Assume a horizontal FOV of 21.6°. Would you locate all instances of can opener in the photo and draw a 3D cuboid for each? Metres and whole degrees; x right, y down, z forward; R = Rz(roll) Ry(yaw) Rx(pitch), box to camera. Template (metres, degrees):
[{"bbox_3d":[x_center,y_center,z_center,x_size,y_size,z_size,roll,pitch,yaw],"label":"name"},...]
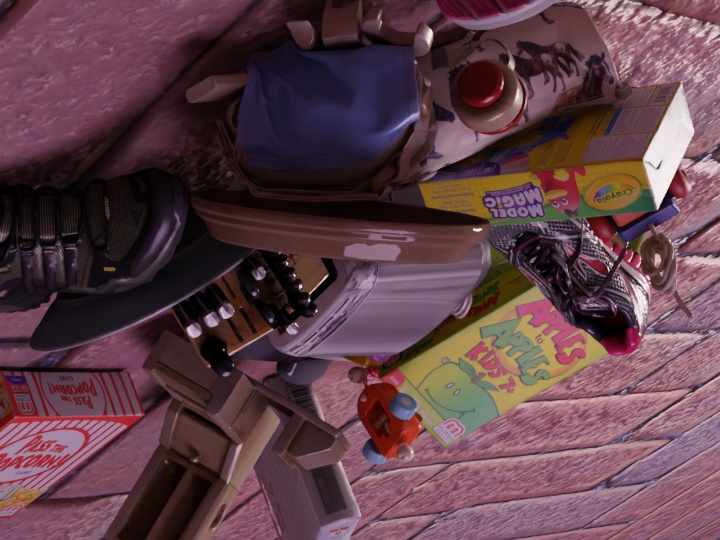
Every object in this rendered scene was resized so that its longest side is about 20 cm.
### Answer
[{"bbox_3d":[-0.073,0.069,1.657,0.200,0.053,0.067,15,106,-55],"label":"can opener"}]

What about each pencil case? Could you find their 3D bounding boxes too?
[{"bbox_3d":[0.089,-0.123,1.337,0.200,0.090,0.078,-23,173,-6],"label":"pencil case"}]

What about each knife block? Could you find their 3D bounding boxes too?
[{"bbox_3d":[-0.111,0.029,1.358,0.200,0.064,0.176,-19,-165,39],"label":"knife block"}]

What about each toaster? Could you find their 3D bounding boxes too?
[{"bbox_3d":[0.000,0.000,1.510,0.129,0.114,0.200,-2,153,-36],"label":"toaster"}]

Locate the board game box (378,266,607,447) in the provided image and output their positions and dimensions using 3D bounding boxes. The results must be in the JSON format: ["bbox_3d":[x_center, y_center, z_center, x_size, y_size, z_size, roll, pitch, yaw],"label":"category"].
[{"bbox_3d":[0.125,0.067,1.679,0.200,0.048,0.102,-32,117,20],"label":"board game box"}]

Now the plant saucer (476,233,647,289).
[{"bbox_3d":[0.163,-0.037,1.678,0.200,0.048,0.200,-21,159,-9],"label":"plant saucer"}]

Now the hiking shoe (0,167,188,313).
[{"bbox_3d":[-0.209,-0.021,1.256,0.200,0.076,0.101,-21,157,28],"label":"hiking shoe"}]

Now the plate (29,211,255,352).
[{"bbox_3d":[-0.153,-0.003,1.349,0.200,0.026,0.200,-24,-164,7],"label":"plate"}]

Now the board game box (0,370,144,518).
[{"bbox_3d":[-0.309,0.154,1.634,0.200,0.046,0.151,-38,155,31],"label":"board game box"}]

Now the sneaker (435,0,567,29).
[{"bbox_3d":[0.143,-0.208,1.202,0.200,0.081,0.088,-27,157,9],"label":"sneaker"}]

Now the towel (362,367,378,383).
[{"bbox_3d":[0.105,0.064,1.808,0.200,0.023,0.144,-26,172,41],"label":"towel"}]

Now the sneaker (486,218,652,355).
[{"bbox_3d":[0.170,-0.005,1.542,0.200,0.075,0.081,32,139,-28],"label":"sneaker"}]

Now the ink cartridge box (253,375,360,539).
[{"bbox_3d":[-0.059,0.210,1.871,0.050,0.162,0.200,-16,158,-14],"label":"ink cartridge box"}]

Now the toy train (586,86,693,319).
[{"bbox_3d":[0.200,-0.063,1.450,0.085,0.200,0.116,-31,153,18],"label":"toy train"}]

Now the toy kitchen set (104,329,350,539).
[{"bbox_3d":[-0.124,0.183,1.630,0.181,0.163,0.200,-59,166,-11],"label":"toy kitchen set"}]

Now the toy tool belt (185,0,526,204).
[{"bbox_3d":[-0.001,-0.112,1.212,0.200,0.125,0.123,-11,158,14],"label":"toy tool belt"}]

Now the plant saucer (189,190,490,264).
[{"bbox_3d":[-0.014,-0.029,1.244,0.200,0.030,0.200,6,-174,-1],"label":"plant saucer"}]

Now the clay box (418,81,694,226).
[{"bbox_3d":[0.130,-0.081,1.368,0.200,0.048,0.115,-6,-150,29],"label":"clay box"}]

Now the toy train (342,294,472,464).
[{"bbox_3d":[0.044,0.062,1.617,0.056,0.150,0.200,-1,130,-39],"label":"toy train"}]
